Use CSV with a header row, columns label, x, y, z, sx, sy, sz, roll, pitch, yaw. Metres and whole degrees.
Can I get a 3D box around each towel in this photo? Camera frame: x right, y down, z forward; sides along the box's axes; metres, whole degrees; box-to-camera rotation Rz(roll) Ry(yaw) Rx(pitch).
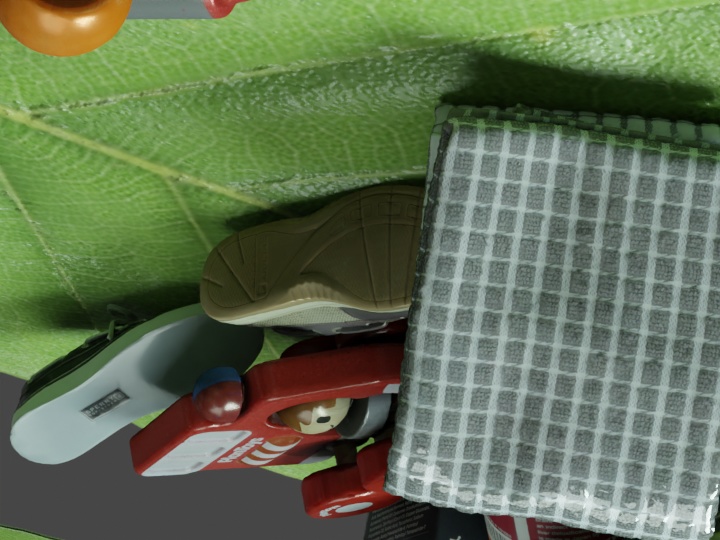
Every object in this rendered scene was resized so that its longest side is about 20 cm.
label,x,y,z,sx,sy,sz,roll,pitch,yaw
towel,0.102,0.022,0.798,0.165,0.201,0.086,8,-174,7

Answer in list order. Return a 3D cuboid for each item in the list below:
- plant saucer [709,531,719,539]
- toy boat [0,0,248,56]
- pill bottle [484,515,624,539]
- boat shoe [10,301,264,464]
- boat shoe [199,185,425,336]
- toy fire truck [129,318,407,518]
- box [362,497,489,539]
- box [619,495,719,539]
label,x,y,z,sx,sy,sz,roll,pitch,yaw
plant saucer,0.173,0.177,0.871,0.200,0.031,0.200,-22,153,-12
toy boat,-0.101,-0.139,0.613,0.130,0.131,0.200,2,154,16
pill bottle,0.117,0.088,0.981,0.113,0.113,0.200,1,130,19
boat shoe,-0.152,0.062,1.136,0.199,0.068,0.074,-33,125,22
boat shoe,0.000,0.000,0.954,0.200,0.072,0.065,-12,159,34
toy fire truck,-0.039,0.090,1.043,0.168,0.112,0.200,-2,162,-28
box,0.113,0.183,1.139,0.200,0.197,0.124,20,153,-20
box,0.202,0.203,0.999,0.200,0.046,0.159,-22,138,-8
